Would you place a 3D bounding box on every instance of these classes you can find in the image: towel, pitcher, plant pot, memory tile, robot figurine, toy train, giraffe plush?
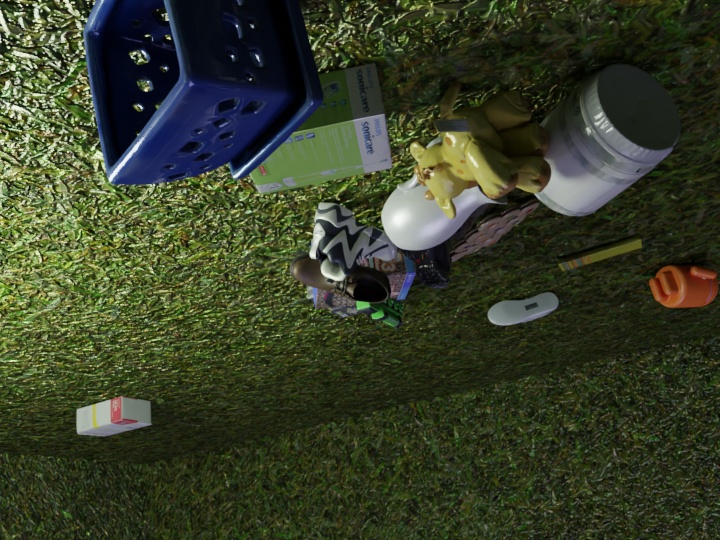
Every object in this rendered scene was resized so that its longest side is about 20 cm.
[{"bbox_3d":[0.582,-0.041,1.765,0.199,0.018,0.086,-18,163,18],"label":"towel"},{"bbox_3d":[0.121,-0.130,1.220,0.199,0.122,0.171,-28,126,30],"label":"pitcher"},{"bbox_3d":[-0.160,-0.213,0.757,0.179,0.201,0.200,-1,158,-39],"label":"plant pot"},{"bbox_3d":[0.261,-0.078,1.462,0.152,0.017,0.200,-20,166,-27],"label":"memory tile"},{"bbox_3d":[0.885,0.043,1.970,0.198,0.117,0.145,0,114,-24],"label":"robot figurine"},{"bbox_3d":[0.043,0.079,1.503,0.041,0.057,0.200,-17,157,21],"label":"toy train"},{"bbox_3d":[0.157,-0.161,1.068,0.198,0.174,0.162,9,154,-22],"label":"giraffe plush"}]

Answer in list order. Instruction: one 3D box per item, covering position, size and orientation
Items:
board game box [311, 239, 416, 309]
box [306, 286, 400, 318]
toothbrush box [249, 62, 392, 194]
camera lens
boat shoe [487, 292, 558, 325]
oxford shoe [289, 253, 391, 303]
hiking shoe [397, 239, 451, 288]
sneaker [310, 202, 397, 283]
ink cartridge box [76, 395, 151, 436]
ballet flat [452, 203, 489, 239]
[{"bbox_3d":[0.000,0.000,1.497,0.198,0.098,0.160,-7,159,-7],"label":"board game box"},{"bbox_3d":[-0.013,0.052,1.695,0.160,0.049,0.200,-18,158,17],"label":"box"},{"bbox_3d":[-0.063,-0.190,0.997,0.198,0.087,0.146,-10,159,4],"label":"toothbrush box"},{"bbox_3d":[0.349,-0.187,1.081,0.159,0.161,0.200,0,157,-23],"label":"camera lens"},{"bbox_3d":[0.457,0.118,2.035,0.198,0.074,0.065,-10,155,5],"label":"boat shoe"},{"bbox_3d":[-0.034,0.015,1.358,0.198,0.073,0.084,11,-166,-9],"label":"oxford shoe"},{"bbox_3d":[0.124,-0.063,1.405,0.075,0.101,0.201,-4,131,28],"label":"hiking shoe"},{"bbox_3d":[-0.018,-0.026,1.322,0.079,0.131,0.199,9,164,40],"label":"sneaker"},{"bbox_3d":[-0.819,0.486,2.407,0.199,0.084,0.145,-18,157,21],"label":"ink cartridge box"},{"bbox_3d":[0.203,-0.117,1.354,0.046,0.067,0.200,-38,167,-18],"label":"ballet flat"}]
